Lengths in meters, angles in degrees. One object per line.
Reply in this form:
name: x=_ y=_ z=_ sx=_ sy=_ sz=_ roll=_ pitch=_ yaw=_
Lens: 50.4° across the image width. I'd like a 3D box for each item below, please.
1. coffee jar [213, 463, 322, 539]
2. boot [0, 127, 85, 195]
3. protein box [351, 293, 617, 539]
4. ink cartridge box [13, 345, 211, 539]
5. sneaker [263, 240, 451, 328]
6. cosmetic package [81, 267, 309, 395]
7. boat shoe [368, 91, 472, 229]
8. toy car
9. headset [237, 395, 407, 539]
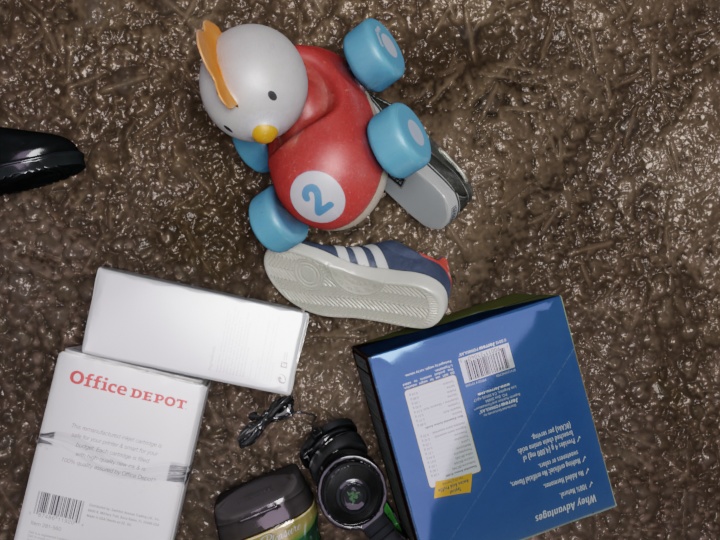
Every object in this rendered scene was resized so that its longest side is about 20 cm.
coffee jar: x=-0.072 y=0.303 z=0.761 sx=0.102 sy=0.085 sz=0.205 roll=-19 pitch=93 yaw=-4
boot: x=-0.379 y=-0.154 z=0.738 sx=0.193 sy=0.073 sz=0.167 roll=-13 pitch=88 yaw=-6
protein box: x=0.115 y=0.149 z=0.760 sx=0.193 sy=0.135 sz=0.205 roll=-16 pitch=91 yaw=-7
ink cartridge box: x=-0.236 y=0.187 z=0.742 sx=0.142 sy=0.084 sz=0.206 roll=14 pitch=88 yaw=-7
sneaker: x=0.000 y=0.000 z=0.787 sx=0.195 sy=0.085 sz=0.076 roll=15 pitch=128 yaw=13
cosmetic package: x=-0.155 y=0.057 z=0.741 sx=0.195 sy=0.113 sz=0.083 roll=14 pitch=87 yaw=-9
boat shoe: x=0.033 y=-0.130 z=0.793 sx=0.200 sy=0.071 sz=0.064 roll=47 pitch=52 yaw=4
toy car: x=-0.072 y=-0.136 z=0.665 sx=0.182 sy=0.198 sz=0.181 roll=-28 pitch=64 yaw=29
headset: x=-0.029 y=0.198 z=0.733 sx=0.093 sy=0.124 sz=0.202 roll=-36 pitch=115 yaw=-4
